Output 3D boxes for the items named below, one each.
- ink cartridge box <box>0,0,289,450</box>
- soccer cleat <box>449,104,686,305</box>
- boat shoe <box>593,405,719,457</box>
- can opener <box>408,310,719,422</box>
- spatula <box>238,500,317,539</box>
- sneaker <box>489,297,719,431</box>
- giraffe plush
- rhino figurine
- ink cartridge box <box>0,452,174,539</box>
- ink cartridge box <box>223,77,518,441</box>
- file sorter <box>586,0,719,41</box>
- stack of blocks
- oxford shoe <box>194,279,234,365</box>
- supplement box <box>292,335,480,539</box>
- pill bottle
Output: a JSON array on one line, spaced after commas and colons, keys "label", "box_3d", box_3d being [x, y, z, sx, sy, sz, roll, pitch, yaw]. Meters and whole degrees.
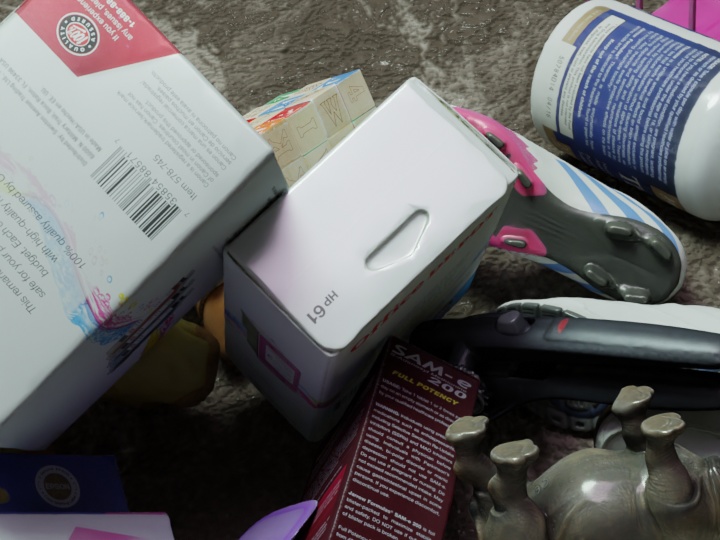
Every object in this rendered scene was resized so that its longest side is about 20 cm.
[{"label": "ink cartridge box", "box_3d": [-0.154, -0.027, 0.865, 0.200, 0.145, 0.145, -43, 83, -4]}, {"label": "soccer cleat", "box_3d": [0.115, -0.039, 1.069, 0.199, 0.070, 0.086, 32, 13, 4]}, {"label": "boat shoe", "box_3d": [0.220, 0.110, 0.901, 0.197, 0.075, 0.069, 5, 35, 16]}, {"label": "can opener", "box_3d": [0.114, 0.046, 0.919, 0.198, 0.064, 0.079, 0, 46, 38]}, {"label": "spatula", "box_3d": [-0.095, 0.165, 0.809, 0.056, 0.021, 0.199, -23, 4, 45]}, {"label": "sneaker", "box_3d": [0.170, 0.052, 1.001, 0.198, 0.075, 0.087, 11, 23, 22]}, {"label": "giraffe plush", "box_3d": [-0.205, 0.068, 0.984, 0.172, 0.199, 0.163, -2, 57, 54]}, {"label": "rhino figurine", "box_3d": [0.146, 0.106, 0.841, 0.197, 0.088, 0.060, -9, 24, 6]}, {"label": "ink cartridge box", "box_3d": [-0.171, 0.164, 0.810, 0.195, 0.043, 0.202, 6, 52, -39]}, {"label": "ink cartridge box", "box_3d": [0.000, 0.000, 0.948, 0.085, 0.200, 0.144, 44, 74, 9]}, {"label": "file sorter", "box_3d": [0.275, -0.189, 1.216, 0.139, 0.126, 0.199, -36, 46, -30]}, {"label": "stack of blocks", "box_3d": [-0.085, -0.062, 1.147, 0.114, 0.059, 0.200, -10, 20, 45]}, {"label": "oxford shoe", "box_3d": [-0.006, 0.010, 1.083, 0.198, 0.072, 0.072, -23, 50, -3]}, {"label": "supplement box", "box_3d": [-0.001, 0.143, 0.869, 0.060, 0.109, 0.201, 25, 42, -6]}, {"label": "pill bottle", "box_3d": [0.219, -0.101, 1.130, 0.111, 0.112, 0.199, -34, 45, -28]}]
